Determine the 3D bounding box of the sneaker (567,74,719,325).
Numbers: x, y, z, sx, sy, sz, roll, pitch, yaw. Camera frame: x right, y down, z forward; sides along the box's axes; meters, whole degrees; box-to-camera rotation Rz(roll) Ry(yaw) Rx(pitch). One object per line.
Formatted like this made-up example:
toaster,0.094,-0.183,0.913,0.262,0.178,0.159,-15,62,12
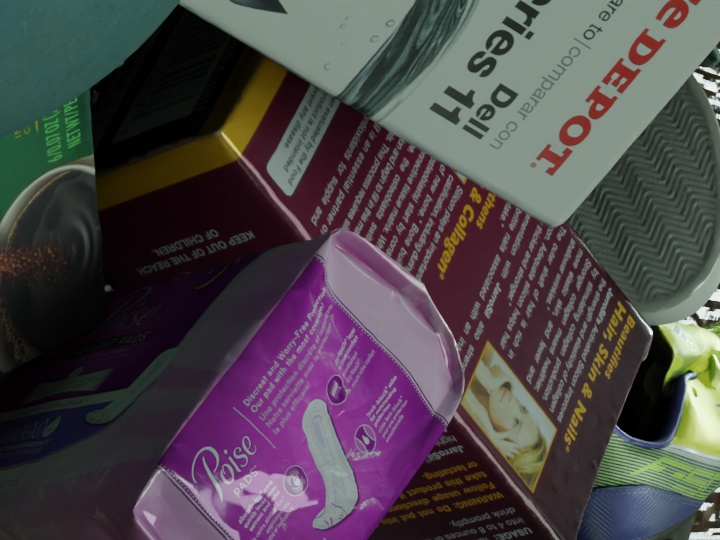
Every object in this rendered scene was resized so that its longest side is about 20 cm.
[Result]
sneaker,0.103,-0.045,1.137,0.116,0.073,0.201,59,11,-55

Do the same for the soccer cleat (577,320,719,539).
soccer cleat,0.135,0.048,1.174,0.200,0.064,0.084,-34,124,-50

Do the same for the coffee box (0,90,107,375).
coffee box,-0.161,-0.004,0.808,0.200,0.044,0.124,-26,128,-36

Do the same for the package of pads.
package of pads,-0.069,0.059,0.881,0.076,0.200,0.121,49,57,-20

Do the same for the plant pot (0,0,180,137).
plant pot,-0.105,-0.113,0.714,0.135,0.199,0.201,10,96,-53

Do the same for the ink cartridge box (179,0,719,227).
ink cartridge box,0.020,-0.124,0.839,0.200,0.083,0.147,29,112,-28

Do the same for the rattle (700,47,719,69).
rattle,0.038,-0.136,0.988,0.200,0.142,0.131,56,14,-60

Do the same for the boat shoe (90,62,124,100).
boat shoe,-0.090,-0.099,0.895,0.076,0.060,0.201,10,96,-59

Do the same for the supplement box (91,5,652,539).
supplement box,0.000,0.000,0.973,0.200,0.085,0.111,51,43,-26
